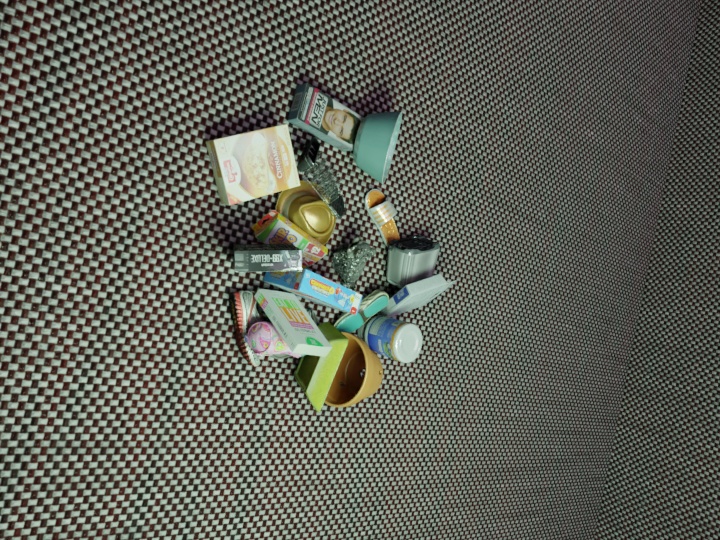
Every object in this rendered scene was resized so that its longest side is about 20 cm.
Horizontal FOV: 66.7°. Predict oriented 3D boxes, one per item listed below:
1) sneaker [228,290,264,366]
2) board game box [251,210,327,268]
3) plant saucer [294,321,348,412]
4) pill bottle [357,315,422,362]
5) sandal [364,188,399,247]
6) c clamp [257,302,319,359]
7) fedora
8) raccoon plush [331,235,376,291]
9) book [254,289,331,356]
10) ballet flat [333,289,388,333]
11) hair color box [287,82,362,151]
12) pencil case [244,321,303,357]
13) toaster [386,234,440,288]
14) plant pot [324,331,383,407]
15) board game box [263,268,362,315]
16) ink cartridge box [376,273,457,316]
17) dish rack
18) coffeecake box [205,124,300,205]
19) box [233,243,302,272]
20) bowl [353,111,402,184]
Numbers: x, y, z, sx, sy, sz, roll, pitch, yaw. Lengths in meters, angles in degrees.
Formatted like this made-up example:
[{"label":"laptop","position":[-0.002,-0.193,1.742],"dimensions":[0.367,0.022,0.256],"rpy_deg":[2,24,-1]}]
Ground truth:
[{"label":"sneaker","position":[-0.279,0.150,1.409],"dimensions":[0.080,0.077,0.206],"rpy_deg":[-13,105,-29]},{"label":"board game box","position":[-0.187,-0.078,1.445],"dimensions":[0.199,0.095,0.031],"rpy_deg":[37,36,-33]},{"label":"plant saucer","position":[-0.117,0.246,1.471],"dimensions":[0.047,0.199,0.204],"rpy_deg":[22,90,-21]},{"label":"pill bottle","position":[0.080,0.196,1.615],"dimensions":[0.110,0.198,0.116],"rpy_deg":[-5,98,-37]},{"label":"sandal","position":[0.085,-0.155,1.659],"dimensions":[0.079,0.059,0.209],"rpy_deg":[-43,120,-25]},{"label":"c clamp","position":[-0.192,0.156,1.512],"dimensions":[0.196,0.027,0.176],"rpy_deg":[-6,99,-36]},{"label":"fedora","position":[-0.134,-0.145,1.478],"dimensions":[0.196,0.081,0.207],"rpy_deg":[-5,99,-36]},{"label":"raccoon plush","position":[0.000,0.000,1.568],"dimensions":[0.096,0.132,0.204],"rpy_deg":[-32,114,-30]},{"label":"book","position":[-0.172,0.132,1.375],"dimensions":[0.048,0.200,0.132],"rpy_deg":[-51,147,14]},{"label":"ballet flat","position":[-0.003,0.124,1.629],"dimensions":[0.197,0.062,0.069],"rpy_deg":[-31,122,-11]},{"label":"hair color box","position":[-0.094,-0.412,1.487],"dimensions":[0.197,0.060,0.102],"rpy_deg":[20,84,-38]},{"label":"pencil case","position":[-0.205,0.179,1.407],"dimensions":[0.199,0.086,0.090],"rpy_deg":[17,86,-60]},{"label":"toaster","position":[0.154,-0.026,1.684],"dimensions":[0.197,0.112,0.133],"rpy_deg":[-14,119,-44]},{"label":"plant pot","position":[-0.025,0.290,1.568],"dimensions":[0.139,0.196,0.205],"rpy_deg":[24,82,-52]},{"label":"board game box","position":[-0.127,0.046,1.439],"dimensions":[0.193,0.198,0.057],"rpy_deg":[27,80,-37]},{"label":"ink cartridge box","position":[0.170,0.077,1.681],"dimensions":[0.196,0.196,0.044],"rpy_deg":[-17,73,-35]},{"label":"dish rack","position":[-0.091,-0.241,1.460],"dimensions":[0.201,0.054,0.155],"rpy_deg":[52,23,-24]},{"label":"coffeecake box","position":[-0.264,-0.264,1.361],"dimensions":[0.196,0.072,0.158],"rpy_deg":[-21,108,-28]},{"label":"box","position":[-0.229,-0.034,1.323],"dimensions":[0.153,0.200,0.051],"rpy_deg":[-2,97,-14]},{"label":"bowl","position":[0.042,-0.356,1.539],"dimensions":[0.102,0.201,0.206],"rpy_deg":[15,86,5]}]
